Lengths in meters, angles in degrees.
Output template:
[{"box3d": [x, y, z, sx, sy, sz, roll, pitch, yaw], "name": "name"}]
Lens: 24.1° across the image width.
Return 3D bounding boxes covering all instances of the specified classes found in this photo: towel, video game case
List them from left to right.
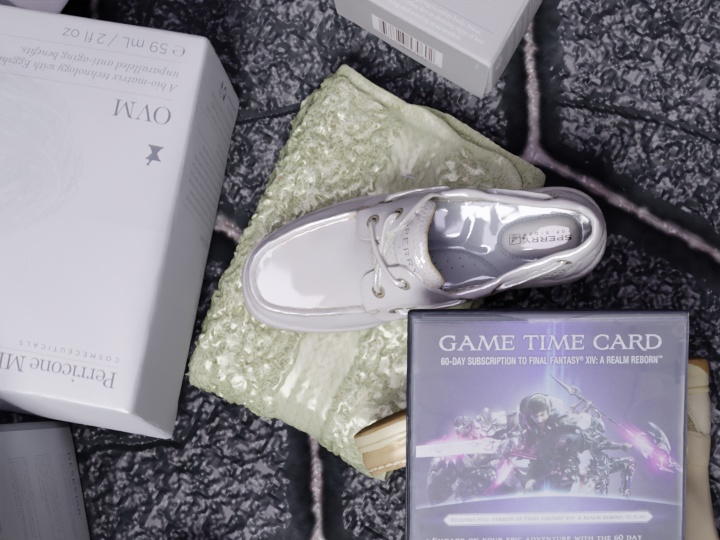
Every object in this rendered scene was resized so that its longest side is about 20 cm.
[{"box3d": [0.000, 0.000, 0.941, 0.148, 0.036, 0.201, 26, 88, 6], "name": "towel"}, {"box3d": [0.093, 0.120, 0.849, 0.142, 0.019, 0.201, 0, 93, -5], "name": "video game case"}]

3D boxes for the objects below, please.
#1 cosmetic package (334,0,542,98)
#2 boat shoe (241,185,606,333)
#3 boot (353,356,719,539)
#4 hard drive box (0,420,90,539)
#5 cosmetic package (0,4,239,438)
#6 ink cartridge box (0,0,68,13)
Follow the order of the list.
[{"box3d": [0.075, -0.212, 0.928, 0.107, 0.090, 0.201, 31, 86, 6], "name": "cosmetic package"}, {"box3d": [0.031, -0.013, 0.886, 0.199, 0.069, 0.071, -12, 85, 5], "name": "boat shoe"}, {"box3d": [0.102, 0.133, 0.894, 0.199, 0.073, 0.156, -8, 87, -17], "name": "boot"}, {"box3d": [-0.194, 0.160, 0.861, 0.076, 0.200, 0.157, -11, 84, 4], "name": "hard drive box"}, {"box3d": [-0.186, -0.029, 0.902, 0.198, 0.123, 0.201, 9, 81, 6], "name": "cosmetic package"}, {"box3d": [-0.179, -0.253, 0.904, 0.145, 0.087, 0.200, 39, 82, -35], "name": "ink cartridge box"}]
